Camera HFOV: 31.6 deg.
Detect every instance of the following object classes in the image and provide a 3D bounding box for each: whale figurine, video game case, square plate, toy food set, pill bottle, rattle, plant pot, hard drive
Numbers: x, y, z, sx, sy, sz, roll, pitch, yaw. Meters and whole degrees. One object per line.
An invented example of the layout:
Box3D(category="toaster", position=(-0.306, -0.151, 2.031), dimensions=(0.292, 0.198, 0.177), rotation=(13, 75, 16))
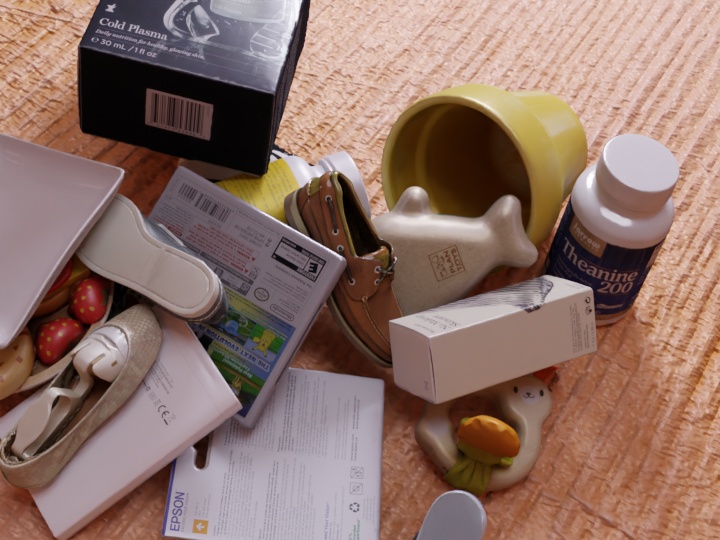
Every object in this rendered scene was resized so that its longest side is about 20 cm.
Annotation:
Box3D(category="whale figurine", position=(0.082, -0.013, 1.322), dimensions=(0.197, 0.104, 0.161), rotation=(-22, 97, 9))
Box3D(category="video game case", position=(-0.139, 0.023, 1.218), dimensions=(0.198, 0.022, 0.184), rotation=(29, 84, 16))
Box3D(category="square plate", position=(-0.337, -0.031, 1.197), dimensions=(0.196, 0.029, 0.201), rotation=(17, 65, 33))
Box3D(category="toy food set", position=(-0.332, 0.030, 1.212), dimensions=(0.198, 0.049, 0.199), rotation=(-30, 54, -9))
Box3D(category="pill bottle", position=(0.268, -0.043, 1.355), dimensions=(0.109, 0.201, 0.112), rotation=(6, 49, -7))
Box3D(category="rattle", position=(0.151, 0.114, 1.242), dimensions=(0.199, 0.144, 0.130), rotation=(-34, 58, -30))
Box3D(category="plant pot", position=(0.154, -0.117, 1.409), dimensions=(0.200, 0.202, 0.188), rotation=(38, 39, 20))
Box3D(category="pill bottle", position=(-0.094, -0.053, 1.322), dimensions=(0.197, 0.112, 0.112), rotation=(-22, 57, -12))
Box3D(category="hard drive", position=(-0.223, 0.133, 1.164), dimensions=(0.199, 0.027, 0.132), rotation=(-36, 64, -6))

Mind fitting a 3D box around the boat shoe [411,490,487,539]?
Box3D(category="boat shoe", position=(0.055, 0.293, 1.123), dimensions=(0.070, 0.091, 0.202), rotation=(28, 77, 13))

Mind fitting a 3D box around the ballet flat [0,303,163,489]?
Box3D(category="ballet flat", position=(-0.247, 0.107, 1.131), dimensions=(0.067, 0.063, 0.201), rotation=(28, 74, 24))

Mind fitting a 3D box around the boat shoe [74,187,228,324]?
Box3D(category="boat shoe", position=(-0.201, -0.010, 1.192), dimensions=(0.199, 0.062, 0.073), rotation=(32, 83, 27))

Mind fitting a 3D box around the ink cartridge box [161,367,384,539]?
Box3D(category="ink cartridge box", position=(-0.077, 0.182, 1.200), dimensions=(0.196, 0.044, 0.199), rotation=(7, 51, -4))

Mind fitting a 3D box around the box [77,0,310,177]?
Box3D(category="box", position=(-0.164, -0.226, 1.295), dimensions=(0.197, 0.125, 0.199), rotation=(13, 50, -1))

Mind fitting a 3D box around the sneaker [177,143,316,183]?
Box3D(category="sneaker", position=(-0.099, -0.130, 1.434), dimensions=(0.197, 0.074, 0.113), rotation=(14, 46, -2))

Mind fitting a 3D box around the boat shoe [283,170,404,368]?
Box3D(category="boat shoe", position=(0.000, 0.000, 1.238), dimensions=(0.202, 0.067, 0.072), rotation=(58, 31, -8))

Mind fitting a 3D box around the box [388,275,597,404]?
Box3D(category="box", position=(0.131, 0.064, 1.244), dimensions=(0.198, 0.070, 0.082), rotation=(-15, 17, -29))
